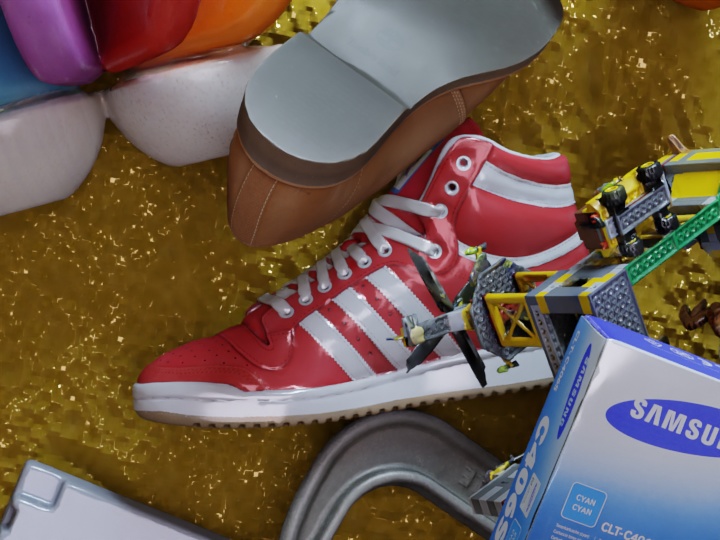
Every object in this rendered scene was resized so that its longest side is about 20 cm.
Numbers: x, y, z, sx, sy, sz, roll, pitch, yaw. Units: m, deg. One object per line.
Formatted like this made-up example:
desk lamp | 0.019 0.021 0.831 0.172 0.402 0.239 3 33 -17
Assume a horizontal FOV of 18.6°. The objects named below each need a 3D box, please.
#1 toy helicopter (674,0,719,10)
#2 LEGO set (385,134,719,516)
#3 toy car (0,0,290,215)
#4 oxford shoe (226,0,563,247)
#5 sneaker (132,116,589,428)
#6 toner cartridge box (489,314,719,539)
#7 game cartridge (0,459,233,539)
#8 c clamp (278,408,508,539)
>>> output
toy helicopter | 0.152 -0.209 0.883 0.078 0.132 0.202 15 77 -30
LEGO set | 0.102 0.050 0.861 0.154 0.115 0.201 -41 115 -33
toy car | -0.111 -0.118 0.836 0.198 0.150 0.177 -15 95 -7
oxford shoe | 0.009 -0.072 0.872 0.071 0.072 0.200 40 46 14
sneaker | 0.000 0.000 0.897 0.198 0.071 0.114 -8 98 -15
toner cartridge box | 0.153 0.096 0.771 0.198 0.043 0.096 20 97 -10
game cartridge | -0.115 0.195 0.909 0.132 0.040 0.202 23 90 -5
c clamp | 0.036 0.162 0.915 0.200 0.027 0.171 41 80 -19
